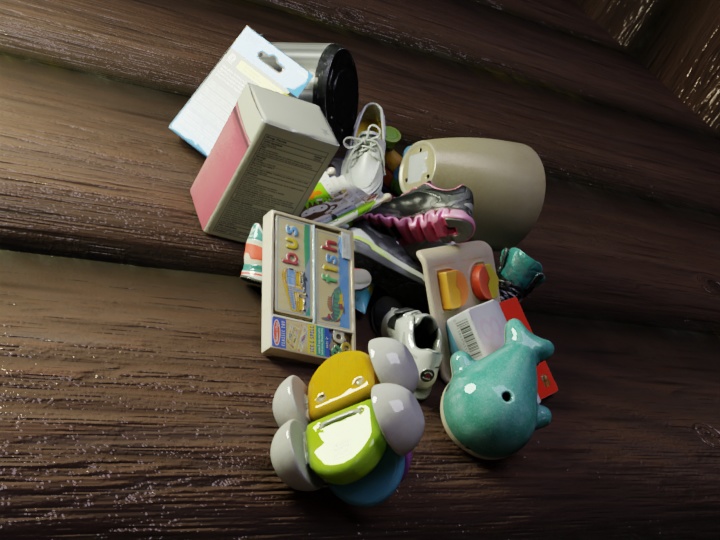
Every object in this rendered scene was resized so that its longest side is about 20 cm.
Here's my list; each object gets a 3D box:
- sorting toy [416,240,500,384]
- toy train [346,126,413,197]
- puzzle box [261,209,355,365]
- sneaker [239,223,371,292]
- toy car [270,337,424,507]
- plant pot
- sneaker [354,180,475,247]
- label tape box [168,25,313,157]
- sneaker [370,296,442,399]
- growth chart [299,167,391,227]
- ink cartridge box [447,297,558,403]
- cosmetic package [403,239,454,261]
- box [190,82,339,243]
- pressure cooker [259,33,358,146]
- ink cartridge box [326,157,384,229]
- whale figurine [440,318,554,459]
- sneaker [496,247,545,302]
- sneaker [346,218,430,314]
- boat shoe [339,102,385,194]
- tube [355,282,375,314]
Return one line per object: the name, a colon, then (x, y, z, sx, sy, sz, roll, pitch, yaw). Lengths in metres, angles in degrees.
sorting toy: (0.162, 0.058, 1.748, 0.185, 0.036, 0.201, -10, 86, -52)
toy train: (0.036, -0.204, 2.062, 0.085, 0.116, 0.200, -27, 60, -34)
puzzle box: (-0.069, 0.025, 1.586, 0.133, 0.025, 0.201, 13, 61, -30)
sneaker: (-0.070, -0.020, 1.655, 0.199, 0.094, 0.070, 5, -2, -28)
toy car: (-0.002, 0.188, 1.371, 0.150, 0.175, 0.200, 60, 13, -29)
plant pot: (0.167, -0.143, 1.955, 0.200, 0.188, 0.188, 13, 32, -35)
sneaker: (0.081, -0.091, 1.786, 0.199, 0.079, 0.096, 0, 57, 20)
label tape box: (-0.178, -0.254, 1.853, 0.144, 0.200, 0.063, 38, 0, 14)
sneaker: (0.075, 0.085, 1.669, 0.074, 0.089, 0.200, 14, 29, -27)
growth chart: (-0.058, -0.101, 1.782, 0.144, 0.018, 0.200, -30, 30, -17)
ink cartridge box: (0.222, 0.119, 1.722, 0.200, 0.057, 0.163, -16, 80, -47)
cosmetic package: (0.116, -0.043, 1.903, 0.083, 0.051, 0.200, 46, 12, 29)
box: (-0.141, -0.147, 1.710, 0.128, 0.200, 0.109, 15, 32, -32)
pressure cooker: (-0.119, -0.291, 1.959, 0.199, 0.177, 0.179, 4, -4, 19)
ink cartridge box: (-0.036, -0.116, 1.940, 0.198, 0.043, 0.200, 5, 39, -41)
whale figurine: (0.193, 0.151, 1.575, 0.159, 0.104, 0.200, 35, 65, 1)
sneaker: (0.233, 0.028, 1.887, 0.084, 0.121, 0.200, 34, 28, 8)
sneaker: (0.057, -0.013, 1.751, 0.200, 0.072, 0.083, 34, 48, -21)
boat shoe: (0.011, -0.200, 1.931, 0.074, 0.086, 0.202, 9, 49, 6)
tube: (0.000, 0.000, 1.788, 0.077, 0.051, 0.200, 23, 33, 6)
